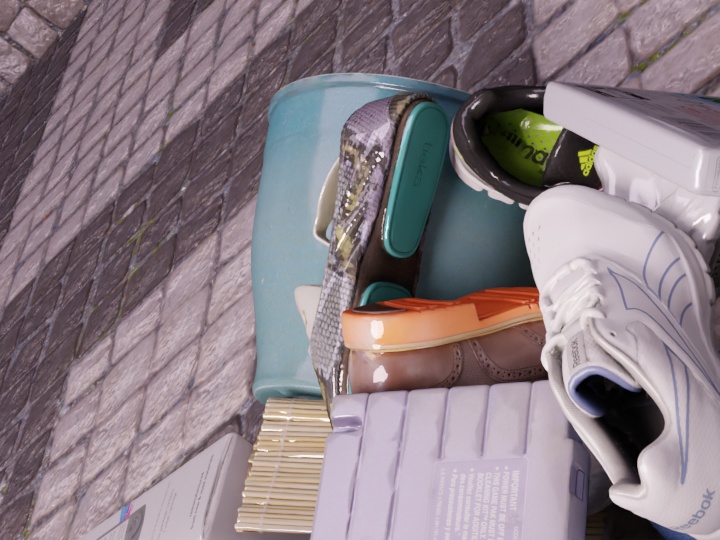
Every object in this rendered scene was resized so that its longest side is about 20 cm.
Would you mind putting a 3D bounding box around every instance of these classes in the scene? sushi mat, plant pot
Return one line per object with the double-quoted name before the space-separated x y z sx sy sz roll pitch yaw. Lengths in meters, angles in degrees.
"sushi mat" 0.035 0.106 0.857 0.199 0.012 0.096 0 45 10
"plant pot" 0.019 0.006 0.987 0.200 0.199 0.189 -13 60 56

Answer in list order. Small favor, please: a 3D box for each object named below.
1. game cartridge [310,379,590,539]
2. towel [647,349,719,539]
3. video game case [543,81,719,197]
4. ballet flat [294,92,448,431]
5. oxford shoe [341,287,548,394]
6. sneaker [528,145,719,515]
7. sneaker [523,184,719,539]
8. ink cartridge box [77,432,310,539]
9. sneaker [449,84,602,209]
"game cartridge" 0.036 0.145 0.710 0.129 0.038 0.201 -3 56 19
"towel" 0.196 0.094 0.684 0.112 0.048 0.200 -54 23 -2
"video game case" 0.199 -0.057 0.728 0.200 0.181 0.024 -128 44 -72
"ballet flat" 0.000 0.000 0.875 0.072 0.072 0.201 -1 76 62
"oxford shoe" 0.077 0.048 0.851 0.071 0.199 0.073 4 98 59
"sneaker" 0.124 0.026 0.799 0.099 0.078 0.201 26 101 29
"sneaker" 0.116 0.030 0.692 0.075 0.087 0.200 -51 42 26
"ink cartridge box" -0.090 0.204 0.940 0.200 0.147 0.086 -38 26 34
"sneaker" 0.133 -0.051 0.847 0.074 0.199 0.087 -68 -18 -2
